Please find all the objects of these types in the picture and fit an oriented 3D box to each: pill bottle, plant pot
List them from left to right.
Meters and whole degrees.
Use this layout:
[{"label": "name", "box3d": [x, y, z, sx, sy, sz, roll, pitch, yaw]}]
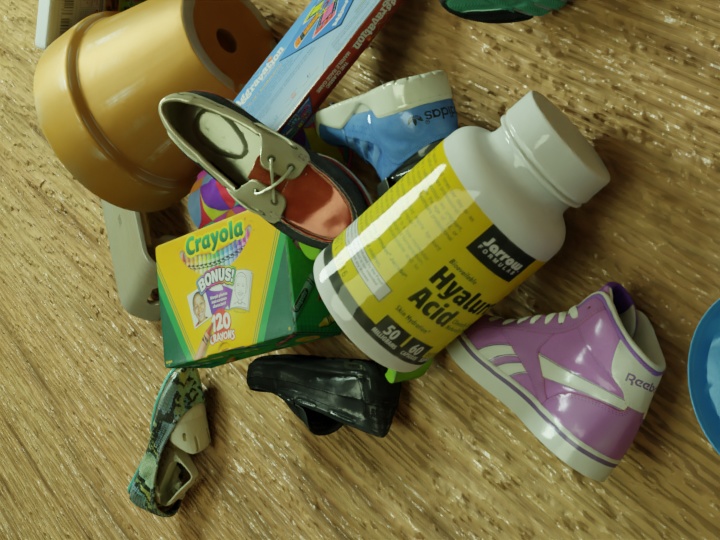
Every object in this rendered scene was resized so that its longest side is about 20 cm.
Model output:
[{"label": "plant pot", "box3d": [-0.182, -0.184, 1.232, 0.183, 0.200, 0.201, -28, 69, 36]}, {"label": "pill bottle", "box3d": [0.071, -0.029, 0.883, 0.200, 0.111, 0.112, -42, 55, 20]}]

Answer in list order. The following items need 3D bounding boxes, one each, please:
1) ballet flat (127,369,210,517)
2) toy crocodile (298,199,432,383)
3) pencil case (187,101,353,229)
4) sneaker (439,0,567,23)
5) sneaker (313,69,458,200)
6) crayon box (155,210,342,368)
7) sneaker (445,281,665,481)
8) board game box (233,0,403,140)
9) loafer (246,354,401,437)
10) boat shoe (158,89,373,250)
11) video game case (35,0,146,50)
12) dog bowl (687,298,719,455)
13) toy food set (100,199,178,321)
[{"label": "ballet flat", "box3d": [-0.197, 0.191, 1.384, 0.074, 0.074, 0.201, 53, 135, 39]}, {"label": "toy crocodile", "box3d": [0.000, 0.000, 1.047, 0.200, 0.067, 0.062, 56, 146, 18]}, {"label": "pencil case", "box3d": [-0.086, -0.087, 1.173, 0.200, 0.088, 0.089, -28, 69, 52]}, {"label": "sneaker", "box3d": [0.134, -0.239, 0.869, 0.200, 0.074, 0.088, -18, 61, 47]}, {"label": "sneaker", "box3d": [0.025, -0.088, 1.015, 0.200, 0.076, 0.112, -6, 100, 66]}, {"label": "crayon box", "box3d": [-0.105, 0.016, 1.147, 0.200, 0.058, 0.119, -18, 75, 46]}, {"label": "sneaker", "box3d": [0.139, 0.050, 0.883, 0.115, 0.072, 0.200, -62, 36, 9]}, {"label": "board game box", "box3d": [-0.038, -0.183, 1.062, 0.200, 0.019, 0.103, -50, 36, 13]}, {"label": "loafer", "box3d": [-0.040, 0.111, 1.131, 0.200, 0.068, 0.071, -1, 84, 52]}, {"label": "boat shoe", "box3d": [-0.075, -0.080, 0.996, 0.200, 0.063, 0.071, 38, 102, 21]}, {"label": "video game case", "box3d": [-0.251, -0.329, 1.313, 0.023, 0.182, 0.201, 22, 112, 33]}, {"label": "dog bowl", "box3d": [0.269, 0.042, 0.694, 0.200, 0.049, 0.112, -45, 56, 48]}, {"label": "toy food set", "box3d": [-0.245, -0.059, 1.441, 0.144, 0.060, 0.201, 131, 129, -60]}]
